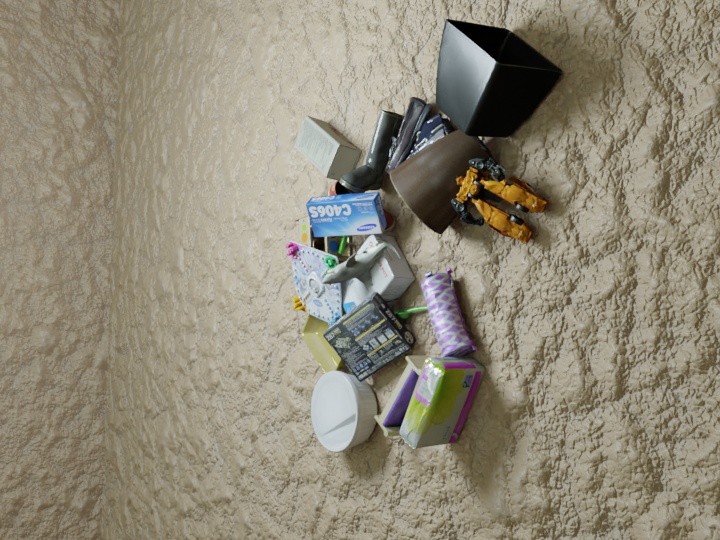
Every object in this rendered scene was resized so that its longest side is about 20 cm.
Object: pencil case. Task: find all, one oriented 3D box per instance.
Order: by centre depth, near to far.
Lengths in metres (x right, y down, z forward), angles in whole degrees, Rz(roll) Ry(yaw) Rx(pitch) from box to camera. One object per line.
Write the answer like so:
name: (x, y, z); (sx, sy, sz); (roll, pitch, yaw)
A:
pencil case: (0.202, 0.102, 1.604); (0.084, 0.084, 0.205); (-23, 69, 20)

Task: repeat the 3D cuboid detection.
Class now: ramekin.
ramekin: (-0.039, 0.370, 1.843); (0.199, 0.092, 0.209); (-8, 79, 48)

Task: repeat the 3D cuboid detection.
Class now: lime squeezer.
lime squeezer: (0.103, 0.129, 1.745); (0.201, 0.037, 0.072); (-50, 52, 33)

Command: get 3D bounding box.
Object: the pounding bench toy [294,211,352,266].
pounding bench toy: (-0.074, -0.085, 1.908); (0.197, 0.122, 0.161); (-14, 76, 47)

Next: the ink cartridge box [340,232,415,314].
ink cartridge box: (0.033, 0.028, 1.802); (0.201, 0.082, 0.147); (-51, 51, 33)

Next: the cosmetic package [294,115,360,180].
cosmetic package: (-0.096, -0.347, 1.990); (0.200, 0.086, 0.105); (48, 120, 42)

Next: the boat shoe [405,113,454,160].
boat shoe: (0.156, -0.295, 1.711); (0.198, 0.074, 0.095); (-35, 53, 34)

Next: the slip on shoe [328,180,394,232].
slip on shoe: (0.003, -0.165, 1.807); (0.197, 0.075, 0.061); (35, 159, 5)

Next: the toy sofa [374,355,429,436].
toy sofa: (0.122, 0.310, 1.669); (0.098, 0.081, 0.204); (47, 121, 42)

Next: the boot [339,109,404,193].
boot: (0.035, -0.305, 1.777); (0.072, 0.181, 0.204); (34, 117, 19)

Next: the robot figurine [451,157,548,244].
robot figurine: (0.290, -0.149, 1.483); (0.197, 0.058, 0.148); (32, 111, 19)

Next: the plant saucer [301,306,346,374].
plant saucer: (-0.074, 0.164, 1.932); (0.201, 0.047, 0.203); (53, 128, 41)

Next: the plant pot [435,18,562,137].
plant pot: (0.273, -0.399, 1.498); (0.201, 0.195, 0.181); (52, 135, 38)

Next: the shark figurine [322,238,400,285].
shark figurine: (0.019, -0.011, 1.721); (0.211, 0.128, 0.091); (-30, 89, 25)

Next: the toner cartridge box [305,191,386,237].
toner cartridge box: (-0.037, -0.141, 1.776); (0.194, 0.043, 0.097); (-2, 120, 26)

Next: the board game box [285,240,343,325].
board game box: (-0.126, 0.040, 1.874); (0.197, 0.025, 0.206); (20, 123, 43)

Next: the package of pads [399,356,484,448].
package of pads: (0.179, 0.292, 1.549); (0.068, 0.152, 0.205); (33, 111, 45)

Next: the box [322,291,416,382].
box: (0.020, 0.171, 1.757); (0.162, 0.049, 0.199); (48, 126, -6)

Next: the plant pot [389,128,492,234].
plant pot: (0.198, -0.223, 1.586); (0.199, 0.185, 0.190); (-42, 55, 20)

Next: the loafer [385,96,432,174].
loafer: (0.110, -0.336, 1.749); (0.062, 0.072, 0.203); (31, 107, 5)
